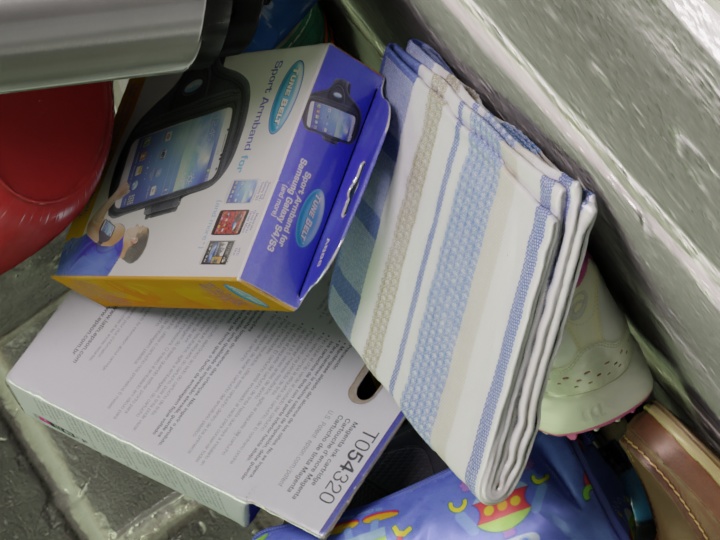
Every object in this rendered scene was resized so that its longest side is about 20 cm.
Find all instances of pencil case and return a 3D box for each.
[{"bbox_3d":[0.035,0.134,1.224,0.078,0.199,0.087,31,-143,-74],"label":"pencil case"}]

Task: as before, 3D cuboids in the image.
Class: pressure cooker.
[{"bbox_3d":[-0.119,-0.165,1.108,0.179,0.199,0.176,101,155,-47],"label":"pressure cooker"}]

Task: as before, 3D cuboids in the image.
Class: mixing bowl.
[{"bbox_3d":[-0.189,-0.079,1.232,0.108,0.201,0.200,-1,137,36],"label":"mixing bowl"}]

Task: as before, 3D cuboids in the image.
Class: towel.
[{"bbox_3d":[0.040,-0.005,1.127,0.200,0.024,0.148,-131,51,-58],"label":"towel"}]

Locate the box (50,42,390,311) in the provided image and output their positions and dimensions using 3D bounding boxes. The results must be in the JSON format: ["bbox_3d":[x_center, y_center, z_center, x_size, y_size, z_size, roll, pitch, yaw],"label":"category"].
[{"bbox_3d":[-0.065,-0.042,1.214,0.041,0.120,0.200,28,164,-30],"label":"box"}]

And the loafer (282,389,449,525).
[{"bbox_3d":[0.038,0.076,1.280,0.072,0.200,0.063,40,-166,-24],"label":"loafer"}]

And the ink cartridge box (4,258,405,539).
[{"bbox_3d":[-0.043,0.025,1.288,0.199,0.197,0.043,25,156,26],"label":"ink cartridge box"}]

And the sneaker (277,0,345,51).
[{"bbox_3d":[-0.037,-0.120,1.498,0.080,0.071,0.200,51,-177,-9],"label":"sneaker"}]

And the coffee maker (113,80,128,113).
[{"bbox_3d":[-0.071,-0.075,1.644,0.200,0.191,0.135,-102,24,-63],"label":"coffee maker"}]

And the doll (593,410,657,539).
[{"bbox_3d":[0.131,0.095,1.364,0.200,0.048,0.137,57,179,27],"label":"doll"}]

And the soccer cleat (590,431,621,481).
[{"bbox_3d":[0.054,0.076,1.342,0.200,0.073,0.068,45,153,42],"label":"soccer cleat"}]

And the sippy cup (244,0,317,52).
[{"bbox_3d":[-0.088,-0.162,1.318,0.130,0.140,0.178,45,-139,-7],"label":"sippy cup"}]

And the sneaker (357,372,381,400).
[{"bbox_3d":[0.000,0.000,1.352,0.070,0.090,0.201,32,-149,-54],"label":"sneaker"}]

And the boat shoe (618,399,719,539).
[{"bbox_3d":[0.167,0.146,1.183,0.200,0.067,0.072,57,176,-30],"label":"boat shoe"}]

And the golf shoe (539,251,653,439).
[{"bbox_3d":[0.065,-0.008,1.186,0.200,0.075,0.092,44,158,49],"label":"golf shoe"}]
